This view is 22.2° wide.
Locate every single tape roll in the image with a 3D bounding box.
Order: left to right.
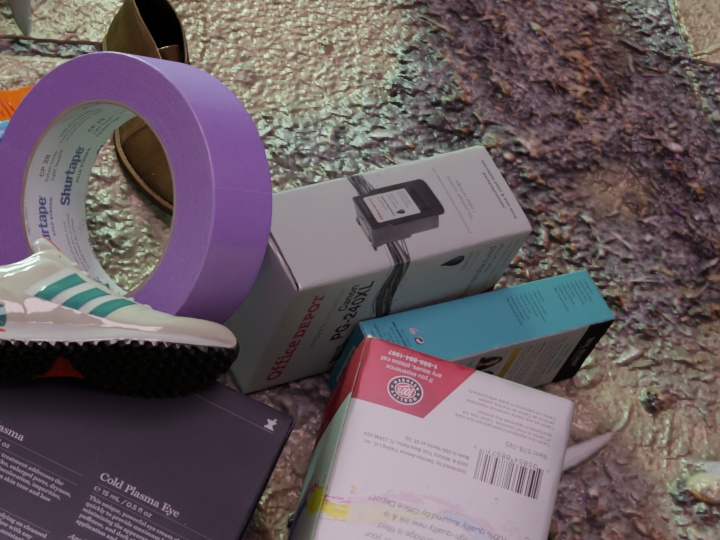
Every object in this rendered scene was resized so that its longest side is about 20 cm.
[{"bbox_3d":[-0.157,-0.045,1.242,0.066,0.200,0.200,2,47,-56],"label":"tape roll"}]

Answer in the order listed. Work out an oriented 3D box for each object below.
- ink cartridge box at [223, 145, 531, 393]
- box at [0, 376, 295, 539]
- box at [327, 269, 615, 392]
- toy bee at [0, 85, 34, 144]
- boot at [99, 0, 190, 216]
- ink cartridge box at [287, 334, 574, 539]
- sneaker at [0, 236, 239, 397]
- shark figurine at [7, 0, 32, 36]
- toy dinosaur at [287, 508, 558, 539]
[{"bbox_3d":[0.000,0.000,1.315,0.200,0.145,0.083,-15,63,-30],"label":"ink cartridge box"},{"bbox_3d":[-0.172,0.144,1.168,0.200,0.104,0.182,27,50,0],"label":"box"},{"bbox_3d":[0.082,0.058,1.344,0.200,0.082,0.049,-12,60,-28],"label":"box"},{"bbox_3d":[-0.296,-0.095,1.318,0.200,0.109,0.131,16,41,-44],"label":"toy bee"},{"bbox_3d":[-0.151,-0.129,1.404,0.074,0.075,0.200,-8,59,-28],"label":"boot"},{"bbox_3d":[0.032,0.174,1.172,0.145,0.145,0.200,19,63,-5],"label":"ink cartridge box"},{"bbox_3d":[-0.174,0.021,1.146,0.199,0.070,0.094,3,59,-15],"label":"sneaker"},{"bbox_3d":[-0.358,-0.244,1.429,0.214,0.128,0.090,28,73,-21],"label":"shark figurine"},{"bbox_3d":[0.049,0.145,1.292,0.200,0.047,0.088,7,59,-12],"label":"toy dinosaur"}]
